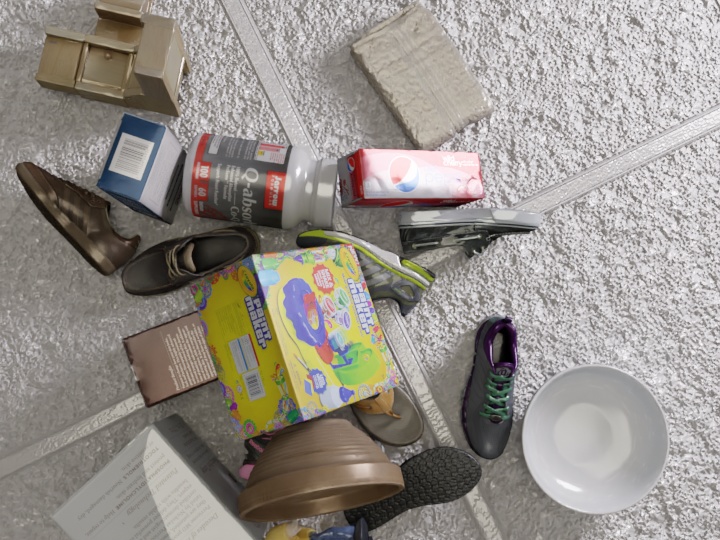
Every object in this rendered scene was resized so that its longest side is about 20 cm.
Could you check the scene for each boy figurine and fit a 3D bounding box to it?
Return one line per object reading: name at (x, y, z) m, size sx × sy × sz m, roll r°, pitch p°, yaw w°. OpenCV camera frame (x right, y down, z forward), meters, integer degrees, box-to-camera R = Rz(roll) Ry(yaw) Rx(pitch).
boy figurine at (-0.083, 0.379, 1.090) m, size 0.200 × 0.064 × 0.124 m, roll -12°, pitch 122°, yaw 7°

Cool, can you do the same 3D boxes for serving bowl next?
serving bowl at (0.314, 0.228, 1.126) m, size 0.200 × 0.066 × 0.200 m, roll 0°, pitch 85°, yaw -2°

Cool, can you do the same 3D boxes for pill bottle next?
pill bottle at (-0.133, -0.119, 1.122) m, size 0.200 × 0.116 × 0.116 m, roll 8°, pitch 85°, yaw 0°

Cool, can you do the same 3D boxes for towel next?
towel at (0.087, -0.278, 1.183) m, size 0.132 × 0.034 × 0.200 m, roll -33°, pitch 87°, yaw -2°

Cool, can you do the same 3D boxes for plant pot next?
plant pot at (-0.053, 0.239, 0.996) m, size 0.200 × 0.201 × 0.093 m, roll -11°, pitch 66°, yaw -2°

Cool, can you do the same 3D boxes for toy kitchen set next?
toy kitchen set at (-0.333, -0.327, 1.103) m, size 0.200 × 0.180 × 0.163 m, roll 11°, pitch 84°, yaw -4°

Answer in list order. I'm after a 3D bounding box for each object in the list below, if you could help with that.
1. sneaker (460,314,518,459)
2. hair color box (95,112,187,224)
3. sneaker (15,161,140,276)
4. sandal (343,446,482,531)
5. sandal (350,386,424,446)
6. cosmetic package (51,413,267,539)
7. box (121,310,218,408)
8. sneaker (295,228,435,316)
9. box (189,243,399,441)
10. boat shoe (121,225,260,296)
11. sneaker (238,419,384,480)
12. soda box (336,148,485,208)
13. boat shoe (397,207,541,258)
sneaker at (0.179, 0.159, 1.118) m, size 0.074 × 0.088 × 0.200 m, roll 3°, pitch 85°, yaw -1°
hair color box at (-0.278, -0.128, 1.077) m, size 0.060 × 0.200 × 0.100 m, roll 19°, pitch 84°, yaw 0°
sneaker at (-0.394, -0.084, 1.148) m, size 0.076 × 0.070 × 0.200 m, roll -42°, pitch 90°, yaw -23°
sandal at (0.070, 0.295, 1.130) m, size 0.200 × 0.048 × 0.075 m, roll -23°, pitch 87°, yaw 9°
sandal at (0.014, 0.157, 1.131) m, size 0.082 × 0.055 × 0.200 m, roll -30°, pitch 86°, yaw -4°
cosmetic package at (-0.247, 0.318, 1.055) m, size 0.166 × 0.167 × 0.200 m, roll -43°, pitch 88°, yaw -5°
box at (-0.210, 0.105, 1.123) m, size 0.200 × 0.075 × 0.100 m, roll -20°, pitch 86°, yaw -5°
sneaker at (0.000, 0.000, 1.138) m, size 0.200 × 0.074 × 0.081 m, roll 23°, pitch 88°, yaw 3°
box at (-0.080, 0.084, 1.033) m, size 0.122 × 0.193 × 0.200 m, roll -24°, pitch 82°, yaw 37°
boat shoe at (-0.239, -0.019, 1.132) m, size 0.200 × 0.073 × 0.075 m, roll -21°, pitch 86°, yaw -3°
sneaker at (-0.068, 0.235, 1.119) m, size 0.200 × 0.079 × 0.096 m, roll -4°, pitch 74°, yaw -3°
soda box at (0.070, -0.123, 1.110) m, size 0.200 × 0.063 × 0.070 m, roll -4°, pitch 84°, yaw -31°
boat shoe at (0.153, -0.052, 1.153) m, size 0.200 × 0.072 × 0.071 m, roll -1°, pitch 94°, yaw 9°
